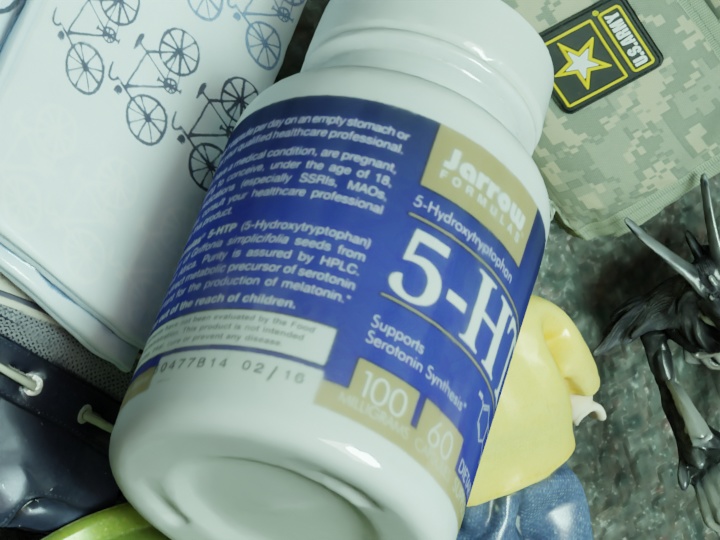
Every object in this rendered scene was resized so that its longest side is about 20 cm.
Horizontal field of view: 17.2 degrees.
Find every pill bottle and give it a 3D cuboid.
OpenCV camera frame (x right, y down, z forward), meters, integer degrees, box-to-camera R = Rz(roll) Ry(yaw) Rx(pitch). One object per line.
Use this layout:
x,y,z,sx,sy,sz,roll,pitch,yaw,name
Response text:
0.000,0.000,0.824,0.120,0.119,0.201,37,55,-28,pill bottle

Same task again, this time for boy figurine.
0.040,0.056,0.942,0.124,0.064,0.201,-26,107,-27,boy figurine

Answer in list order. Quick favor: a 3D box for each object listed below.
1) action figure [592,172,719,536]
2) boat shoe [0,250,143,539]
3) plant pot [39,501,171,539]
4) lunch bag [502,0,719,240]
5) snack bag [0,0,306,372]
0.176,0.047,0.972,0.119,0.102,0.200,-36,134,7,action figure
-0.154,0.033,0.819,0.199,0.075,0.093,22,77,-31,boat shoe
-0.035,0.207,0.812,0.199,0.190,0.201,-18,121,-33,plant pot
0.109,-0.128,0.935,0.200,0.117,0.164,-45,118,-10,lunch bag
-0.111,-0.096,0.824,0.200,0.021,0.189,42,53,-29,snack bag
